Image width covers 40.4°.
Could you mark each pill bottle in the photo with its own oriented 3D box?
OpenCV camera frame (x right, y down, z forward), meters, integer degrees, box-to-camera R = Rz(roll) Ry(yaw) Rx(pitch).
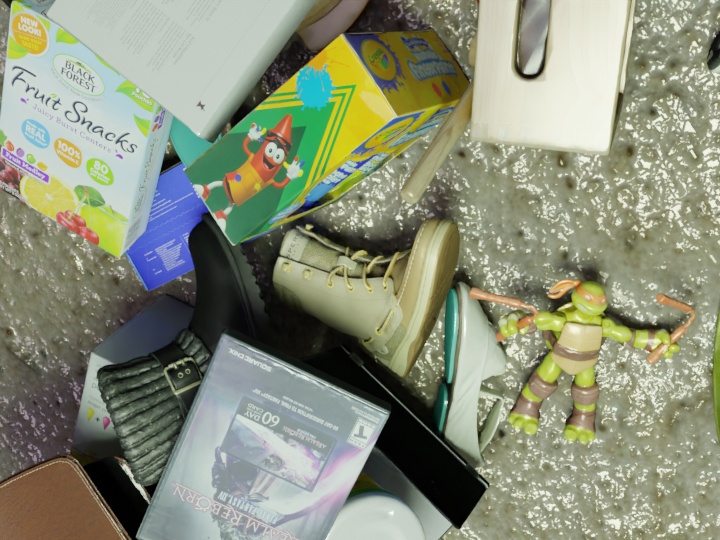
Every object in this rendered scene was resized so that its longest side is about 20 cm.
[{"bbox_3d":[-0.030,0.235,0.915,0.110,0.199,0.113,-3,97,-24],"label":"pill bottle"}]

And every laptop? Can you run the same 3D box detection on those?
[{"bbox_3d":[0.008,0.171,0.876,0.187,0.116,0.201,43,137,12],"label":"laptop"}]

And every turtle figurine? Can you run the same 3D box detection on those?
[{"bbox_3d":[0.176,0.068,0.851,0.197,0.065,0.163,5,122,-10],"label":"turtle figurine"}]

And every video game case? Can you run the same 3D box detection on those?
[{"bbox_3d":[-0.080,0.161,0.776,0.141,0.019,0.202,25,108,-2],"label":"video game case"}]

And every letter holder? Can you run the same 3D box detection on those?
[{"bbox_3d":[-0.264,0.230,0.887,0.199,0.101,0.143,-31,97,27],"label":"letter holder"}]

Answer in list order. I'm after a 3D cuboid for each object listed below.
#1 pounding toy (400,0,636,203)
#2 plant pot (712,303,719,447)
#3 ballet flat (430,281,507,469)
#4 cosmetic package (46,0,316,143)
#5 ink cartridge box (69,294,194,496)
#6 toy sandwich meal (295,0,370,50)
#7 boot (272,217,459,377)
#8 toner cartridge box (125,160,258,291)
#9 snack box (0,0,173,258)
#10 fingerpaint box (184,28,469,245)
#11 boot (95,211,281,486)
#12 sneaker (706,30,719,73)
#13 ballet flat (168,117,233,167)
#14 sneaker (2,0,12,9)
[{"bbox_3d":[0.124,-0.162,0.718,0.140,0.184,0.203,9,113,15],"label":"pounding toy"},{"bbox_3d":[0.388,0.070,0.729,0.190,0.201,0.203,6,113,3],"label":"plant pot"},{"bbox_3d":[0.102,0.101,0.902,0.068,0.070,0.203,12,118,14],"label":"ballet flat"},{"bbox_3d":[-0.115,-0.223,0.738,0.150,0.052,0.201,38,93,6],"label":"cosmetic package"},{"bbox_3d":[-0.189,0.161,0.971,0.144,0.145,0.202,23,117,8],"label":"ink cartridge box"},{"bbox_3d":[-0.066,-0.287,0.804,0.202,0.070,0.208,6,109,18],"label":"toy sandwich meal"},{"bbox_3d":[0.000,0.000,0.859,0.154,0.073,0.201,29,148,10],"label":"boot"},{"bbox_3d":[-0.143,-0.063,0.926,0.198,0.043,0.096,-24,100,25],"label":"toner cartridge box"},{"bbox_3d":[-0.241,-0.125,0.854,0.141,0.053,0.201,29,131,3],"label":"snack box"},{"bbox_3d":[-0.015,-0.110,0.773,0.166,0.200,0.074,-35,88,26],"label":"fingerpaint box"},{"bbox_3d":[-0.153,0.060,0.840,0.156,0.080,0.213,-19,70,-8],"label":"boot"},{"bbox_3d":[0.358,-0.193,0.700,0.115,0.076,0.201,34,125,-6],"label":"sneaker"},{"bbox_3d":[-0.150,-0.173,0.865,0.070,0.065,0.202,-20,92,28],"label":"ballet flat"},{"bbox_3d":[-0.254,-0.195,0.891,0.200,0.083,0.071,48,117,-3],"label":"sneaker"}]
